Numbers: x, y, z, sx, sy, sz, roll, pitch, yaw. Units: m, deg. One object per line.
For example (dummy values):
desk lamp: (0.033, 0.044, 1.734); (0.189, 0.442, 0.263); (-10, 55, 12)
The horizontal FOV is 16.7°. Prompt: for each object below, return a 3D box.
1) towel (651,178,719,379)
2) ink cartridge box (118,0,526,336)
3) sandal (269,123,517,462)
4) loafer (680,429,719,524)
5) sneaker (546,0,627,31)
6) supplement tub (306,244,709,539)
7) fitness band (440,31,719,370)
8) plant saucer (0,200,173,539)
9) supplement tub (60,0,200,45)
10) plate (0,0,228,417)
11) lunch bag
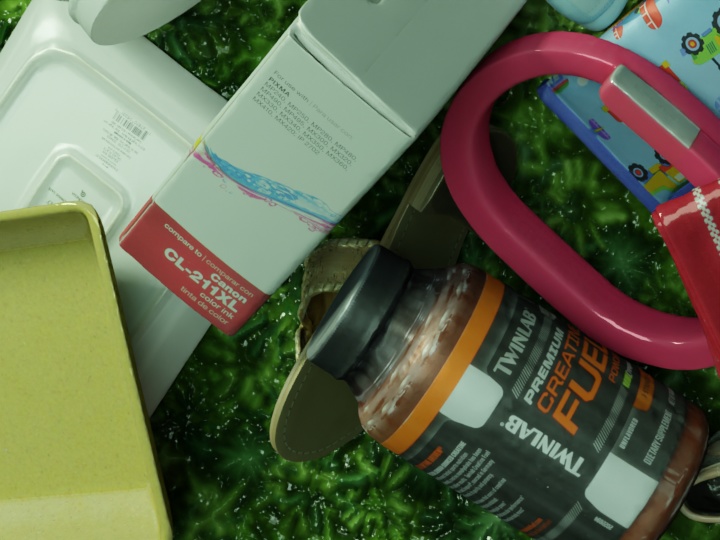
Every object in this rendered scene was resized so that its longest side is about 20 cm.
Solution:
towel: (0.255, -0.008, 1.186); (0.200, 0.022, 0.145); (-24, 111, 10)
ink cartridge box: (-0.019, -0.078, 1.244); (0.083, 0.146, 0.200); (41, 138, -3)
sandal: (0.003, 0.002, 1.343); (0.070, 0.078, 0.212); (36, 95, 44)
loafer: (0.252, 0.102, 1.232); (0.200, 0.063, 0.072); (-12, 100, 38)
sneaker: (0.148, -0.208, 1.270); (0.074, 0.082, 0.200); (12, 59, 51)
supplement tub: (0.073, 0.068, 1.266); (0.200, 0.107, 0.107); (32, 100, -6)
fitness band: (0.131, -0.035, 1.247); (0.200, 0.037, 0.144); (43, 136, -5)
plant saucer: (-0.200, 0.063, 1.375); (0.200, 0.048, 0.200); (-7, 102, 26)
supplement tub: (-0.152, -0.238, 1.326); (0.145, 0.145, 0.200); (-38, 82, 14)
plate: (-0.159, -0.035, 1.394); (0.199, 0.032, 0.200); (38, 101, 12)
lunch bag: (0.217, -0.067, 1.248); (0.150, 0.094, 0.200); (-37, 92, 36)
